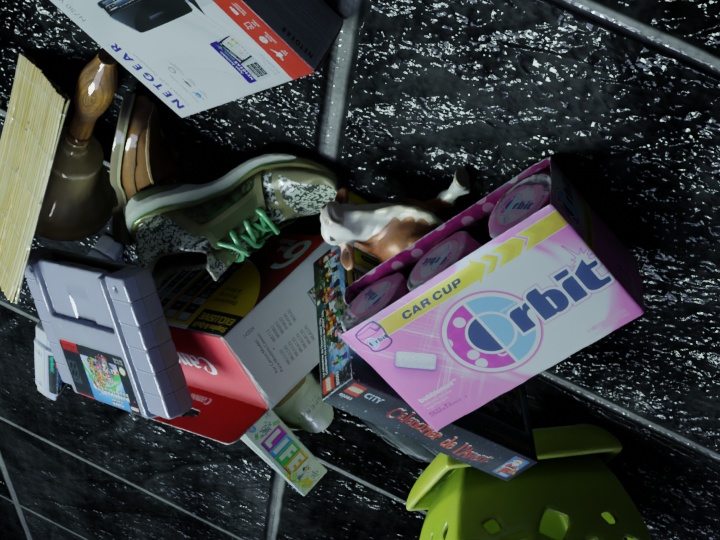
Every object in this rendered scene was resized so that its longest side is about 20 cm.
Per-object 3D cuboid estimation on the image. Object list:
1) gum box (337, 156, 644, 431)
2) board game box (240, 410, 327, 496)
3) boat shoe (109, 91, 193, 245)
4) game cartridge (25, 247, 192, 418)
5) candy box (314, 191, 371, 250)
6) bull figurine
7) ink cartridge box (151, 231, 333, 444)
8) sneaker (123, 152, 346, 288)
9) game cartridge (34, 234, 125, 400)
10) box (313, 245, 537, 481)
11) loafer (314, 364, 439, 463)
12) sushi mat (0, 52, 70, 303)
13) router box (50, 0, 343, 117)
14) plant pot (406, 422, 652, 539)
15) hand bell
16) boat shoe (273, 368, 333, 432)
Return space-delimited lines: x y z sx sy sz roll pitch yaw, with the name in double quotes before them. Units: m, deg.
"gum box" 0.090 0.023 1.103 0.200 0.066 0.114 -33 116 24
"board game box" -0.129 0.121 1.448 0.200 0.034 0.135 35 167 41
"boat shoe" -0.174 -0.085 1.302 0.068 0.072 0.200 12 154 0
"game cartridge" -0.219 0.052 1.288 0.200 0.038 0.130 9 116 53
"candy box" 0.000 0.000 1.319 0.102 0.026 0.200 29 155 -7
"bull figurine" 0.063 -0.013 1.178 0.200 0.065 0.121 35 145 -25
"ink cartridge box" -0.121 0.049 1.312 0.200 0.176 0.084 7 135 53
"sneaker" -0.102 -0.031 1.244 0.199 0.089 0.077 -15 146 20
"game cartridge" -0.296 0.056 1.603 0.038 0.130 0.200 27 155 1
"box" 0.052 0.074 1.222 0.200 0.137 0.038 27 131 -32
"loafer" 0.025 0.133 1.491 0.200 0.068 0.070 38 146 -25
"sushi mat" -0.291 -0.079 1.301 0.012 0.201 0.096 1 -149 -36
"router box" -0.138 -0.202 1.057 0.200 0.049 0.179 41 152 -25
"plant pot" 0.149 0.251 1.407 0.199 0.182 0.199 -5 159 -13
"hand bell" -0.237 -0.119 1.294 0.104 0.104 0.200 30 143 -4
"boat shoe" -0.063 0.126 1.495 0.069 0.071 0.200 46 180 -8
